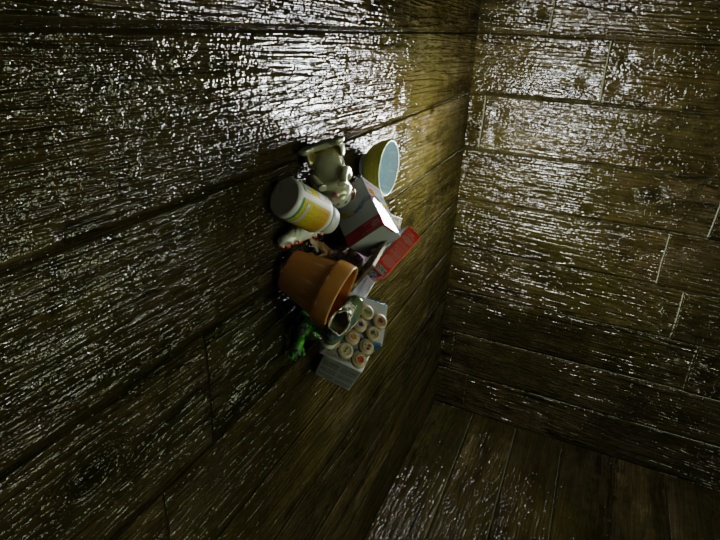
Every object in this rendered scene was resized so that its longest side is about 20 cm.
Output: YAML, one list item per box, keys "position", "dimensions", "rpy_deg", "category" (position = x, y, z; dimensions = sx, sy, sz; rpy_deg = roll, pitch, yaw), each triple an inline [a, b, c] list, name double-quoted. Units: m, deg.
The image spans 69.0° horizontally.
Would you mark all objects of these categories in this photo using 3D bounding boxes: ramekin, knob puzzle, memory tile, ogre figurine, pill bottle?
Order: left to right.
- position: [-0.172, 0.193, 1.696]
  dimensions: [0.199, 0.098, 0.121]
  rpy_deg: [-26, 145, -45]
  category: "ogre figurine"
- position: [-0.147, -0.171, 1.462]
  dimensions: [0.199, 0.112, 0.114]
  rpy_deg: [23, 81, -54]
  category: "pill bottle"
- position: [-0.013, 0.182, 1.576]
  dimensions: [0.201, 0.153, 0.017]
  rpy_deg: [-58, -174, -34]
  category: "memory tile"
- position: [0.000, 0.000, 1.692]
  dimensions: [0.220, 0.030, 0.220]
  rpy_deg: [-50, -175, 7]
  category: "knob puzzle"
- position: [0.004, 0.016, 1.941]
  dimensions: [0.201, 0.104, 0.200]
  rpy_deg: [-60, 174, -10]
  category: "ramekin"

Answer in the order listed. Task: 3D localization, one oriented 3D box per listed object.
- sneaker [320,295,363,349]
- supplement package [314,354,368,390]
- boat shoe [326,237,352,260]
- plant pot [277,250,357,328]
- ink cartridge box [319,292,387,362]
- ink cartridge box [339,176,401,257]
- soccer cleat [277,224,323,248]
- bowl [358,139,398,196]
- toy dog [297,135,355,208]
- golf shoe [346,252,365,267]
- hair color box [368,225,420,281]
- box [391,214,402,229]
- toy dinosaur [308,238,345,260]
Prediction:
- position: [-0.042, 0.135, 1.518]
  dimensions: [0.201, 0.067, 0.090]
  rpy_deg: [-53, 173, -36]
  category: "sneaker"
- position: [-0.048, 0.290, 1.883]
  dimensions: [0.192, 0.146, 0.200]
  rpy_deg: [-64, 180, -33]
  category: "supplement package"
- position: [-0.072, -0.058, 1.822]
  dimensions: [0.200, 0.071, 0.068]
  rpy_deg: [-35, 135, -59]
  category: "boat shoe"
- position: [-0.133, 0.038, 1.533]
  dimensions: [0.201, 0.182, 0.200]
  rpy_deg: [-60, 171, -15]
  category: "plant pot"
- position: [-0.025, 0.192, 1.698]
  dimensions: [0.200, 0.146, 0.147]
  rpy_deg: [131, -26, -54]
  category: "ink cartridge box"
- position: [0.014, -0.176, 1.734]
  dimensions: [0.145, 0.144, 0.201]
  rpy_deg: [22, 40, -60]
  category: "ink cartridge box"
- position: [-0.182, -0.118, 1.541]
  dimensions: [0.200, 0.069, 0.078]
  rpy_deg: [-27, 98, -55]
  category: "soccer cleat"
- position: [0.057, -0.380, 1.919]
  dimensions: [0.200, 0.107, 0.202]
  rpy_deg: [12, 90, -69]
  category: "bowl"
- position: [-0.093, -0.280, 1.549]
  dimensions: [0.194, 0.138, 0.202]
  rpy_deg: [-126, -163, -71]
  category: "toy dog"
- position: [-0.060, 0.025, 1.795]
  dimensions: [0.199, 0.075, 0.092]
  rpy_deg: [-33, 133, -8]
  category: "golf shoe"
- position: [0.106, -0.056, 1.785]
  dimensions: [0.200, 0.061, 0.101]
  rpy_deg: [-47, -172, -18]
  category: "hair color box"
- position: [0.050, -0.193, 1.936]
  dimensions: [0.200, 0.158, 0.050]
  rpy_deg: [2, 100, -68]
  category: "box"
- position: [-0.135, -0.072, 1.684]
  dimensions: [0.200, 0.060, 0.107]
  rpy_deg: [35, 71, -40]
  category: "toy dinosaur"
